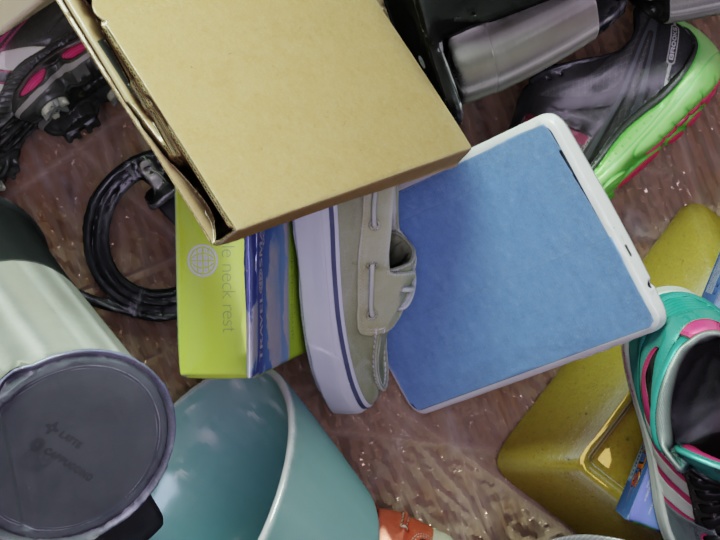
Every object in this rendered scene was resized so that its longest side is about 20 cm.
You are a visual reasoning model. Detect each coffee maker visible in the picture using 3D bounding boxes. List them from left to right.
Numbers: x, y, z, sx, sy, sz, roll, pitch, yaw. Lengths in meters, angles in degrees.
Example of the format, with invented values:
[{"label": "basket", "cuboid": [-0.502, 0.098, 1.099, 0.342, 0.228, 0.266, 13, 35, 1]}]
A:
[{"label": "coffee maker", "cuboid": [0.107, -0.196, 1.266, 0.199, 0.192, 0.135, -22, 52, -6]}]

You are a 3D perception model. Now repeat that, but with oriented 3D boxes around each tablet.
[{"label": "tablet", "cuboid": [0.068, 0.000, 1.305, 0.014, 0.200, 0.130, -34, 98, -44]}]

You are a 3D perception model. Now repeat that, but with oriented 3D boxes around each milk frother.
[{"label": "milk frother", "cuboid": [-0.142, 0.031, 1.267, 0.200, 0.188, 0.180, -50, 130, 4]}]

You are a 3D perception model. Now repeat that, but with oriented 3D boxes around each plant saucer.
[{"label": "plant saucer", "cuboid": [0.215, 0.097, 1.381, 0.200, 0.048, 0.200, 37, 90, -7]}]

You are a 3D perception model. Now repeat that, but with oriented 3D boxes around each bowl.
[{"label": "bowl", "cuboid": [-0.063, 0.162, 1.299, 0.105, 0.201, 0.201, 33, 90, -26]}]

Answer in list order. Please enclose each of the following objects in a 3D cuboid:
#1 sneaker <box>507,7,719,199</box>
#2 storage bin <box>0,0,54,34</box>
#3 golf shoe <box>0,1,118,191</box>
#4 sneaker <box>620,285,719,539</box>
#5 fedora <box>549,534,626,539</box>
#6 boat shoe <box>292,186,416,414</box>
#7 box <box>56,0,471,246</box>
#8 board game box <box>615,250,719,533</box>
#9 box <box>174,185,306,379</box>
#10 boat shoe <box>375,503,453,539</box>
[{"label": "sneaker", "cuboid": [0.116, -0.074, 1.356, 0.200, 0.077, 0.084, -40, 78, -5]}, {"label": "storage bin", "cuboid": [-0.168, -0.254, 1.244, 0.199, 0.094, 0.200, 54, 47, -7]}, {"label": "golf shoe", "cuboid": [-0.221, -0.089, 1.322, 0.200, 0.077, 0.088, -34, 72, -2]}, {"label": "sneaker", "cuboid": [0.200, 0.108, 1.260, 0.083, 0.121, 0.201, -21, 96, -3]}, {"label": "fedora", "cuboid": [0.132, 0.251, 1.311, 0.176, 0.090, 0.200, 26, 133, 5]}, {"label": "boat shoe", "cuboid": [0.000, 0.000, 1.302, 0.062, 0.072, 0.200, -1, 129, 8]}, {"label": "box", "cuboid": [-0.047, -0.103, 1.188, 0.021, 0.200, 0.164, -40, 78, 38]}, {"label": "board game box", "cuboid": [0.245, 0.071, 1.340, 0.135, 0.034, 0.201, 22, 92, -7]}, {"label": "box", "cuboid": [-0.060, -0.009, 1.267, 0.047, 0.200, 0.122, -1, 93, 9]}, {"label": "boat shoe", "cuboid": [-0.011, 0.231, 1.357, 0.062, 0.071, 0.201, 23, 87, -10]}]
